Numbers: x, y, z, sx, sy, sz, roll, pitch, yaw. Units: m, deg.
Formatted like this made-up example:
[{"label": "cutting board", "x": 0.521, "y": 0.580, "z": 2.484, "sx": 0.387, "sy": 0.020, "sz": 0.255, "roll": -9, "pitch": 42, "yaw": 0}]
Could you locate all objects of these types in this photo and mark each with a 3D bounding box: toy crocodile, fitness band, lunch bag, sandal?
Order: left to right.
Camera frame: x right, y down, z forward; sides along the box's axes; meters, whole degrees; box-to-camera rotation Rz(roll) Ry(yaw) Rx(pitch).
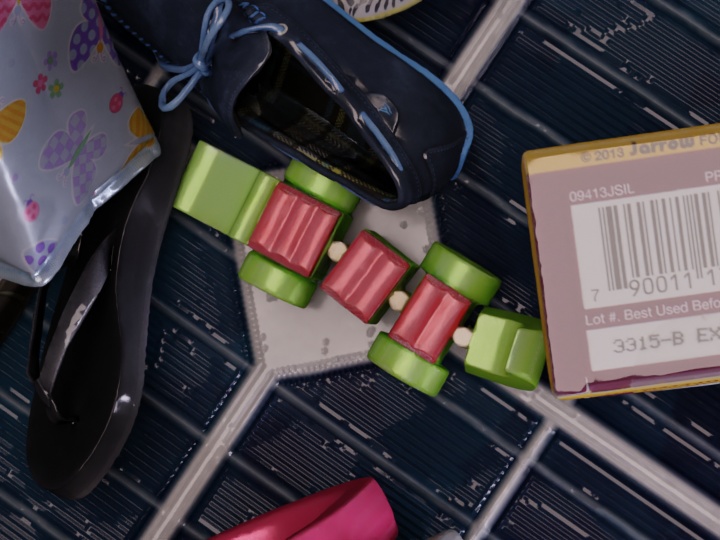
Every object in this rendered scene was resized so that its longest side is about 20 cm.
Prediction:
[{"label": "lunch bag", "x": -0.216, "y": -0.097, "z": 1.015, "sx": 0.199, "sy": 0.170, "sz": 0.127, "roll": 17, "pitch": 52, "yaw": 32}, {"label": "sandal", "x": -0.131, "y": 0.008, "z": 1.068, "sx": 0.076, "sy": 0.043, "sz": 0.201, "roll": 0, "pitch": 77, "yaw": 52}, {"label": "fitness band", "x": -0.056, "y": 0.139, "z": 0.987, "sx": 0.143, "sy": 0.200, "sz": 0.038, "roll": -24, "pitch": 90, "yaw": 11}, {"label": "toy crocodile", "x": 0.000, "y": 0.000, "z": 1.054, "sx": 0.200, "sy": 0.062, "sz": 0.068, "roll": 32, "pitch": 92, "yaw": 9}]

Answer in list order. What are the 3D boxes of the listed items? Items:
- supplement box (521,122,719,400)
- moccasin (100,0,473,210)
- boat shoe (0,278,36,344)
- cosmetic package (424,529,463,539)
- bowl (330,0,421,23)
[{"label": "supplement box", "x": 0.142, "y": -0.002, "z": 0.962, "sx": 0.130, "sy": 0.200, "sz": 0.104, "roll": -8, "pitch": 87, "yaw": 8}, {"label": "moccasin", "x": -0.042, "y": -0.097, "z": 1.039, "sx": 0.199, "sy": 0.068, "sz": 0.081, "roll": 28, "pitch": 133, "yaw": 15}, {"label": "boat shoe", "x": -0.228, "y": 0.043, "z": 1.081, "sx": 0.068, "sy": 0.072, "sz": 0.200, "roll": 39, "pitch": 95, "yaw": 12}, {"label": "cosmetic package", "x": 0.005, "y": 0.243, "z": 0.991, "sx": 0.167, "sy": 0.166, "sz": 0.201, "roll": -27, "pitch": 85, "yaw": 7}, {"label": "bowl", "x": -0.015, "y": -0.224, "z": 1.032, "sx": 0.200, "sy": 0.201, "sz": 0.094, "roll": 30, "pitch": 49, "yaw": 9}]
